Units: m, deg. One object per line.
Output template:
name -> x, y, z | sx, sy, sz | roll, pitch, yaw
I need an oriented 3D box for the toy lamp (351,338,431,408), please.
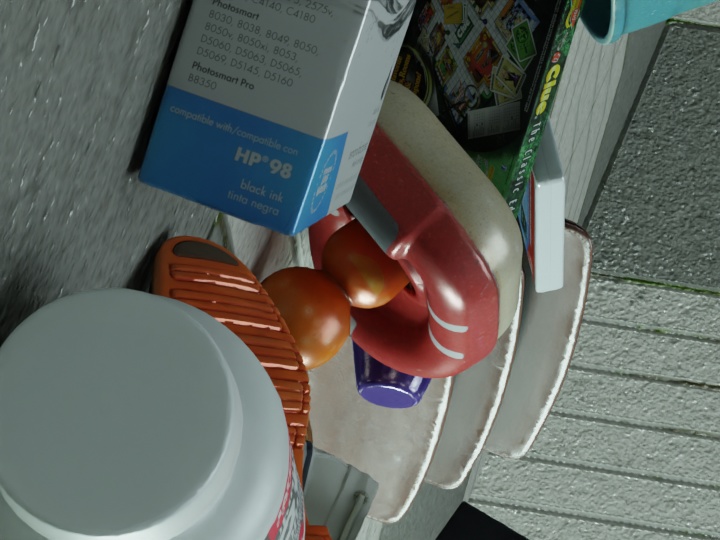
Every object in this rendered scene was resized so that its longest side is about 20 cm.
toy lamp -> 0.032, -0.021, 1.638 | 0.058, 0.058, 0.200 | 92, 9, -68

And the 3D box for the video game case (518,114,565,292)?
video game case -> 0.083, -0.106, 1.640 | 0.143, 0.017, 0.200 | 83, -4, -66

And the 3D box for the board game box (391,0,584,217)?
board game box -> 0.048, -0.087, 1.543 | 0.023, 0.105, 0.200 | -28, 142, -50

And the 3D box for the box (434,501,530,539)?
box -> 0.036, 0.234, 1.324 | 0.182, 0.104, 0.200 | -51, 162, -23

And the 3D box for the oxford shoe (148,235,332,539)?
oxford shoe -> -0.062, 0.081, 1.183 | 0.073, 0.071, 0.200 | -41, -130, 42

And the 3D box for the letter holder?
letter holder -> 0.047, 0.054, 1.757 | 0.101, 0.142, 0.200 | -62, 170, -46

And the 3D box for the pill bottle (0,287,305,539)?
pill bottle -> -0.077, 0.071, 1.026 | 0.200, 0.111, 0.111 | 84, 27, -74

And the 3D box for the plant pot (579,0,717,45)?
plant pot -> 0.187, -0.234, 1.506 | 0.200, 0.188, 0.200 | 165, -90, -87

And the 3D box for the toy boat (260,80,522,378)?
toy boat -> 0.000, 0.000, 1.473 | 0.131, 0.131, 0.200 | -37, 166, -8

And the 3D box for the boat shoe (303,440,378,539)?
boat shoe -> -0.037, 0.167, 1.296 | 0.072, 0.066, 0.200 | 124, -17, -52

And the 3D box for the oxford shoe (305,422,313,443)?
oxford shoe -> -0.049, 0.125, 1.557 | 0.200, 0.071, 0.071 | 101, 5, -50

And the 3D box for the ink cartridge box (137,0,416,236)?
ink cartridge box -> -0.013, -0.122, 1.139 | 0.116, 0.067, 0.200 | -38, 147, -76
